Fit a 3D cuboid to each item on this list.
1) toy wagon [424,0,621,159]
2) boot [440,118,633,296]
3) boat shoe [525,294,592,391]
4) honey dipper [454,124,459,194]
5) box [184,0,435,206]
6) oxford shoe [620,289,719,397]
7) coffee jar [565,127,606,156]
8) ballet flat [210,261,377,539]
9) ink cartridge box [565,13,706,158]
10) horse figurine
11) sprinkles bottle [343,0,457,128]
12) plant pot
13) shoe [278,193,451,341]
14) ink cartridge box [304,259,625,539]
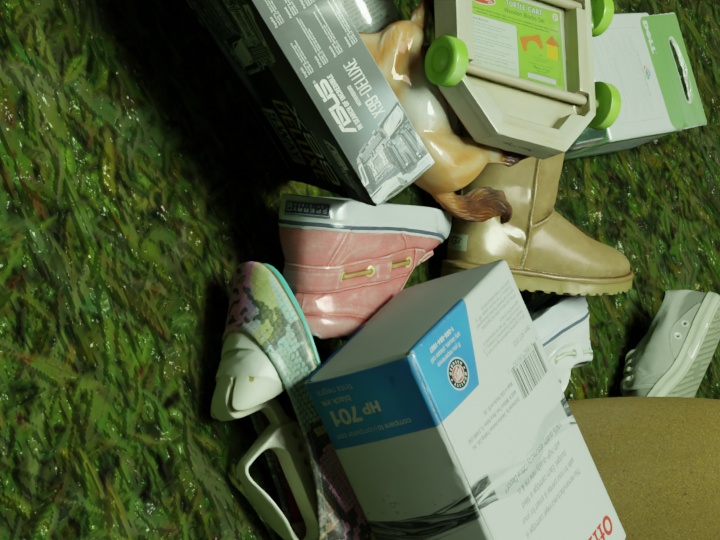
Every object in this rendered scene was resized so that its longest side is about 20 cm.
[{"bbox_3d":[0.105,-0.177,1.349,0.155,0.040,0.201,11,69,-39],"label":"toy wagon"},{"bbox_3d":[0.139,-0.084,1.448,0.175,0.066,0.201,2,97,-38],"label":"boot"},{"bbox_3d":[0.126,0.065,1.446,0.200,0.073,0.067,-26,95,-57],"label":"boat shoe"},{"bbox_3d":[0.027,-0.137,1.442,0.200,0.038,0.038,54,37,-17],"label":"honey dipper"},{"bbox_3d":[-0.048,-0.141,1.230,0.050,0.158,0.200,-35,109,-12],"label":"box"},{"bbox_3d":[0.234,0.091,1.611,0.200,0.058,0.075,-58,154,-34],"label":"oxford shoe"},{"bbox_3d":[0.115,-0.181,1.538,0.104,0.085,0.201,-14,87,-60],"label":"coffee jar"},{"bbox_3d":[-0.048,0.095,1.202,0.071,0.069,0.201,-24,95,-31],"label":"ballet flat"},{"bbox_3d":[0.211,-0.155,1.673,0.200,0.059,0.104,-14,86,-57],"label":"ink cartridge box"},{"bbox_3d":[0.048,-0.111,1.338,0.132,0.050,0.201,-33,102,-36],"label":"horse figurine"},{"bbox_3d":[-0.007,-0.171,1.375,0.200,0.068,0.068,61,35,-15],"label":"sprinkles bottle"},{"bbox_3d":[0.216,0.164,1.416,0.186,0.200,0.187,27,54,-45],"label":"plant pot"},{"bbox_3d":[0.000,0.000,1.311,0.200,0.071,0.091,0,96,-67],"label":"shoe"},{"bbox_3d":[0.068,0.116,1.217,0.146,0.086,0.201,-40,111,-55],"label":"ink cartridge box"}]
